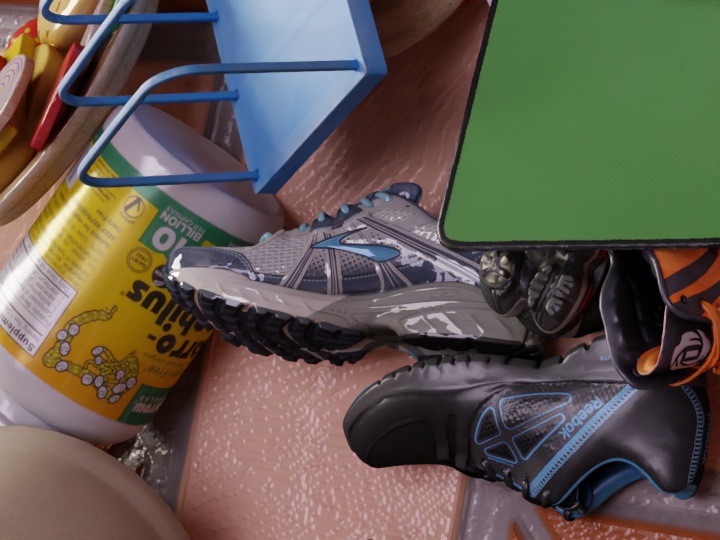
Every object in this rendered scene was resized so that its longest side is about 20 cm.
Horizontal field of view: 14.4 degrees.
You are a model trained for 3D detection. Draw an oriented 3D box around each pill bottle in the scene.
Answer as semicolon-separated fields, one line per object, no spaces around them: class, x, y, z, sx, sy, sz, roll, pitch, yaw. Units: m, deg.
pill bottle;-0.139;0.020;1.527;0.113;0.113;0.200;43;103;32

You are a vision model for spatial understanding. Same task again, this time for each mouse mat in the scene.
mouse mat;0.125;-0.096;1.326;0.160;0.008;0.201;0;59;28

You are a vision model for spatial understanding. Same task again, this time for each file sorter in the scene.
file sorter;-0.090;-0.155;1.425;0.139;0.122;0.201;-44;56;55

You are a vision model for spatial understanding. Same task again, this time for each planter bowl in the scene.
planter bowl;-0.189;0.198;1.456;0.199;0.135;0.202;6;110;17

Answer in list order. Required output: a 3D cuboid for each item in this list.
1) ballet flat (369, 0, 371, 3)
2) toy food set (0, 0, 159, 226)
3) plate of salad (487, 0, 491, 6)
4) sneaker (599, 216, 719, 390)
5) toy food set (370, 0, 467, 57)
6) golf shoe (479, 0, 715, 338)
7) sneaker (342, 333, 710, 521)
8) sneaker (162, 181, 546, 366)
ballet flat;0.014;-0.230;1.439;0.063;0.076;0.202;-1;83;-1
toy food set;-0.175;-0.108;1.564;0.200;0.049;0.198;-46;23;25
plate of salad;0.148;-0.177;1.401;0.199;0.048;0.202;-1;86;18
sneaker;0.179;0.046;1.296;0.200;0.112;0.078;47;131;23
toy food set;-0.001;-0.203;1.518;0.197;0.049;0.201;-27;66;26
golf shoe;0.128;-0.061;1.383;0.077;0.088;0.201;32;99;35
sneaker;0.078;0.082;1.395;0.199;0.073;0.083;-11;75;32
sneaker;0.000;0.000;1.451;0.198;0.078;0.087;6;70;7
